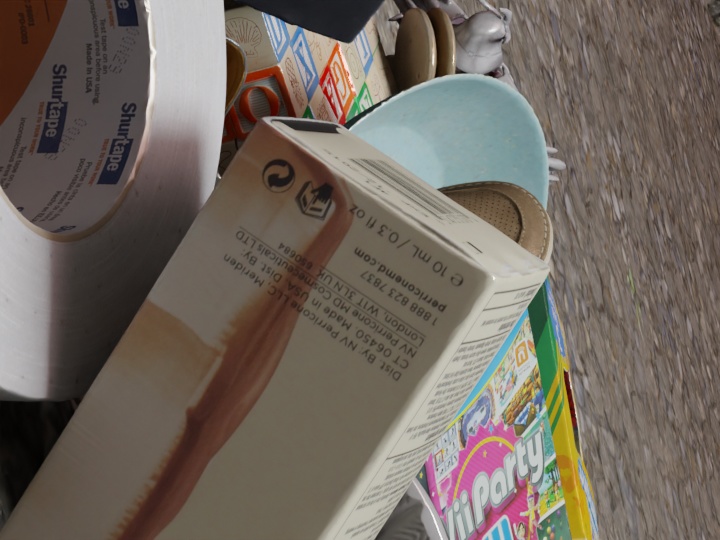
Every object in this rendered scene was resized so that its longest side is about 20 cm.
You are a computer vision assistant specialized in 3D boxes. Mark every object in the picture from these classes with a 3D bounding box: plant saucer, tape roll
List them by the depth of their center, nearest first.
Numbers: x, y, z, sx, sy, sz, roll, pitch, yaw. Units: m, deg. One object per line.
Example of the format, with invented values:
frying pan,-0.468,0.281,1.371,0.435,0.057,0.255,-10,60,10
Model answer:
tape roll,-0.114,-0.062,0.831,0.200,0.066,0.201,2,90,-65
plant saucer,0.001,-0.001,1.216,0.039,0.201,0.201,33,-12,33

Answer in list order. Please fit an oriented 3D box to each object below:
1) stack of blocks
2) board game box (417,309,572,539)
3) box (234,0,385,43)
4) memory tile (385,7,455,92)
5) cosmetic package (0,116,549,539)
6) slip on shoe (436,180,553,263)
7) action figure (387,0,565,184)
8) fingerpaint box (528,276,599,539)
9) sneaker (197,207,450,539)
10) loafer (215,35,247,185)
stack of blocks,-0.039,-0.093,1.285,0.200,0.058,0.115,-70,144,-66
board game box,0.028,0.128,1.177,0.148,0.064,0.200,-40,124,-51
box,-0.013,-0.237,1.128,0.117,0.197,0.200,19,37,-31
memory tile,0.027,-0.016,1.390,0.153,0.017,0.200,128,-42,-61
cosmetic package,-0.037,0.059,0.849,0.087,0.200,0.103,34,7,9
slip on shoe,0.000,0.000,1.118,0.076,0.200,0.061,45,-38,35
action figure,0.051,-0.078,1.463,0.200,0.069,0.130,107,-34,-56
fingerpaint box,0.082,0.096,1.483,0.200,0.073,0.167,68,13,-67
sneaker,-0.009,0.055,0.957,0.200,0.077,0.112,64,20,3
loafer,-0.076,-0.071,1.089,0.200,0.072,0.073,-88,158,-50
